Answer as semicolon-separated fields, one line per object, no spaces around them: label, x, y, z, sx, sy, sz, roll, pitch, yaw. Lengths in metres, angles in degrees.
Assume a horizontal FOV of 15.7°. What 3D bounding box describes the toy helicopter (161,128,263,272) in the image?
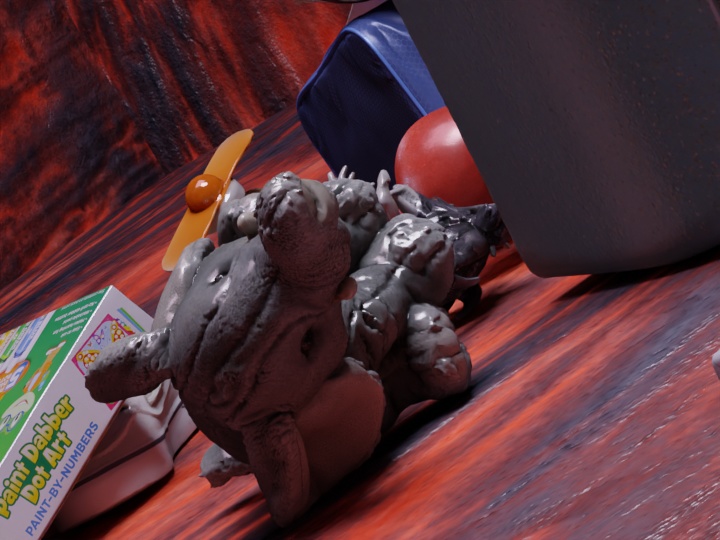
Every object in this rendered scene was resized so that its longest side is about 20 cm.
toy helicopter;-0.060;0.003;1.403;0.079;0.133;0.200;-28;8;19

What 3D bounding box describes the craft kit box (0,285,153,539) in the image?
craft kit box;-0.209;0.114;1.366;0.200;0.048;0.198;-23;35;52

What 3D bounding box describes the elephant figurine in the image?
elephant figurine;-0.043;0.031;1.082;0.141;0.156;0.200;-5;7;20

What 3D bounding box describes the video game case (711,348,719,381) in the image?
video game case;0.231;-0.031;0.846;0.200;0.022;0.182;-24;10;42

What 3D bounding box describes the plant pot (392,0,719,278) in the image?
plant pot;0.157;-0.118;1.144;0.196;0.196;0.200;-33;17;-18

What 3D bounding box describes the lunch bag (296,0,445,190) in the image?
lunch bag;0.063;-0.105;1.533;0.132;0.136;0.200;-34;-3;-20

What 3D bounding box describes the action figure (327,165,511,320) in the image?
action figure;0.000;0.000;1.301;0.200;0.102;0.119;-38;-2;-38

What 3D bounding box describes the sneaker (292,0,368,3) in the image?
sneaker;0.030;-0.211;1.524;0.090;0.075;0.200;-18;10;41

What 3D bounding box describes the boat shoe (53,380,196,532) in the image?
boat shoe;-0.135;0.084;1.427;0.072;0.066;0.200;-29;7;18

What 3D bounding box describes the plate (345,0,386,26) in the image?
plate;0.090;-0.183;1.666;0.199;0.032;0.200;-18;-10;-9

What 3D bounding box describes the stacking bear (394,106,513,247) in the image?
stacking bear;0.104;-0.082;1.366;0.200;0.114;0.122;-34;21;28
